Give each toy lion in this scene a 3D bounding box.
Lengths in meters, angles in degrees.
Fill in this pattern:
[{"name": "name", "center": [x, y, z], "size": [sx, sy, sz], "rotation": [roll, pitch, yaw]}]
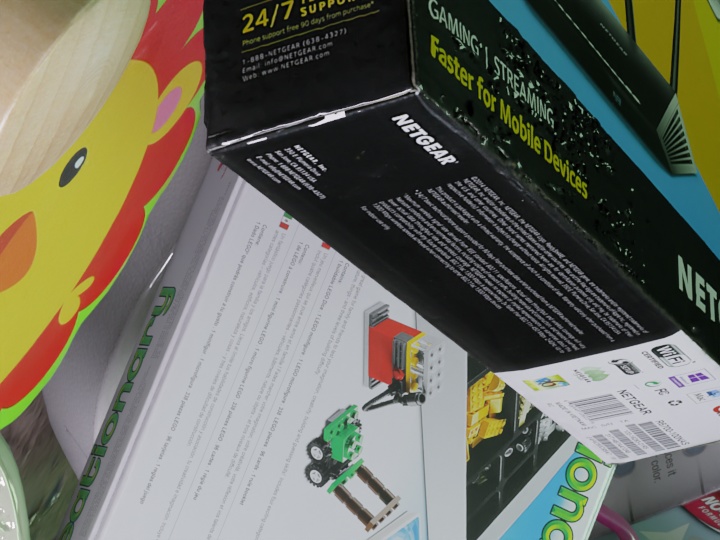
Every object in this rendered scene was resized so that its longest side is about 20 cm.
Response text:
[{"name": "toy lion", "center": [-0.098, 0.008, 0.574], "size": [0.200, 0.069, 0.192], "rotation": [-54, 169, -10]}]

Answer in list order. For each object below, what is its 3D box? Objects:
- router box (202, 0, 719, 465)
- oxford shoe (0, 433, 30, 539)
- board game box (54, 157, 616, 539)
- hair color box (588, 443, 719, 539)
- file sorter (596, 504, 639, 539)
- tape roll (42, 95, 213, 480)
[{"name": "router box", "center": [0.032, -0.059, 0.654], "size": [0.200, 0.051, 0.149], "rotation": [38, 44, -55]}, {"name": "oxford shoe", "center": [-0.127, 0.105, 0.750], "size": [0.058, 0.075, 0.200], "rotation": [-104, -159, -52]}, {"name": "board game box", "center": [0.009, 0.026, 0.762], "size": [0.200, 0.126, 0.035], "rotation": [-67, -161, -8]}, {"name": "hair color box", "center": [0.069, 0.063, 0.974], "size": [0.061, 0.200, 0.099], "rotation": [38, 37, -44]}, {"name": "file sorter", "center": [-0.013, 0.146, 0.880], "size": [0.139, 0.200, 0.126], "rotation": [35, 41, -58]}, {"name": "tape roll", "center": [0.000, 0.000, 0.867], "size": [0.203, 0.037, 0.203], "rotation": [-26, 146, -20]}]
